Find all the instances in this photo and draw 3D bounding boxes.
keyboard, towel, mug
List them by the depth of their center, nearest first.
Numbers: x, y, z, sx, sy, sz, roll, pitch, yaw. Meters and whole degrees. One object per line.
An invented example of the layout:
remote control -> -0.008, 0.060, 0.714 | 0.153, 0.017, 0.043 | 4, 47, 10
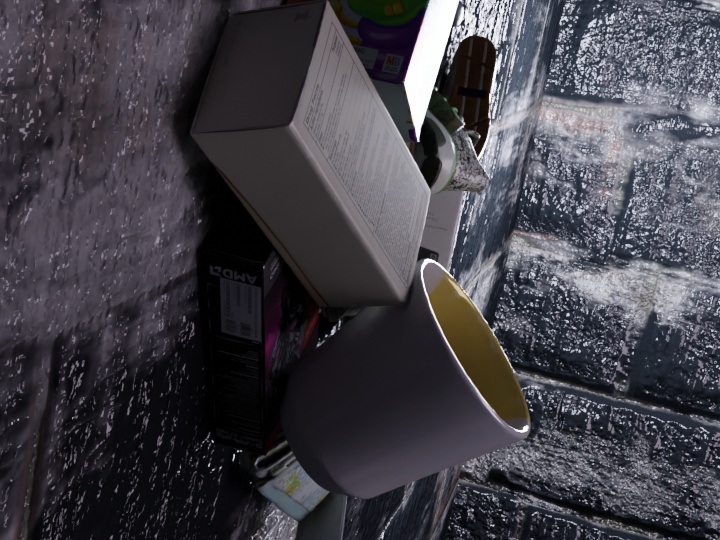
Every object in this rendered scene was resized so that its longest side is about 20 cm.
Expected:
mug -> 0.034, 0.102, 0.903 | 0.187, 0.153, 0.150 | 40, 23, -47
towel -> -0.022, 0.146, 1.083 | 0.171, 0.048, 0.200 | -42, 161, -8
keyboard -> -0.033, 0.208, 1.180 | 0.011, 0.056, 0.200 | 51, 28, -31

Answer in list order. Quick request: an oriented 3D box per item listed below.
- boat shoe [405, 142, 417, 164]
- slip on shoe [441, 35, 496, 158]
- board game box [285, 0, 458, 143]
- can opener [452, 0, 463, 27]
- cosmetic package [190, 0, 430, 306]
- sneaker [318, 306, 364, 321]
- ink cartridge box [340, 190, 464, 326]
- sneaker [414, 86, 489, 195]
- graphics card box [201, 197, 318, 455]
boat shoe -> 0.009, -0.121, 1.040 | 0.072, 0.067, 0.201 | -40, -140, 49
slip on shoe -> 0.130, -0.204, 1.538 | 0.061, 0.076, 0.201 | 105, -4, -75
board game box -> 0.016, -0.215, 0.895 | 0.103, 0.105, 0.201 | 67, 37, -70
can opener -> 0.062, -0.284, 1.117 | 0.200, 0.067, 0.054 | 55, 49, -75
cosmetic package -> -0.025, -0.069, 0.787 | 0.200, 0.073, 0.104 | 56, 40, -48
sneaker -> 0.000, 0.000, 0.983 | 0.200, 0.080, 0.077 | -171, -103, -82
ink cartridge box -> 0.041, -0.016, 1.198 | 0.145, 0.083, 0.201 | -105, -155, -75
sneaker -> 0.066, -0.135, 1.116 | 0.077, 0.088, 0.200 | -49, -140, 35
graphics card box -> -0.071, 0.028, 0.897 | 0.126, 0.051, 0.200 | -63, 161, -47
